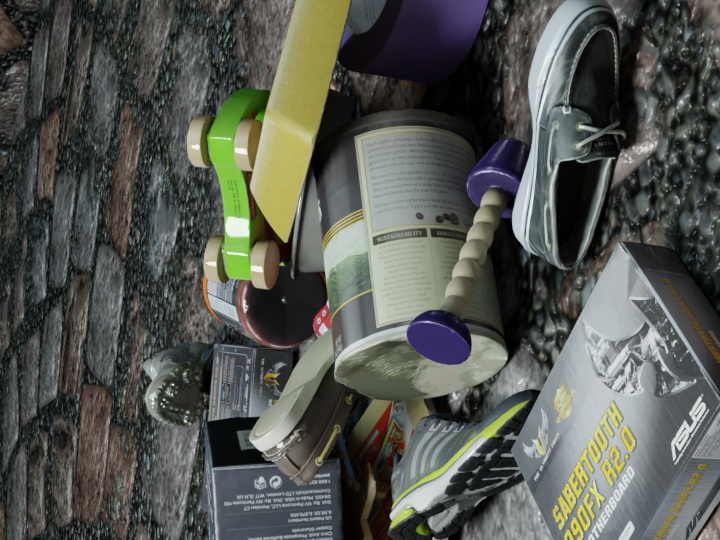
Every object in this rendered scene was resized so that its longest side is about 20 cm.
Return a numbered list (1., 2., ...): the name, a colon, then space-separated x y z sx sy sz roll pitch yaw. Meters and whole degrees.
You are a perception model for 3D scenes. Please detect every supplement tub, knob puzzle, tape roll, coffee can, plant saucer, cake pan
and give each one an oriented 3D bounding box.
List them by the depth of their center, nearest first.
1. coffee can: 0.039 -0.011 1.179 0.146 0.144 0.203 133 137 -54
2. plant saucer: -0.052 -0.156 1.221 0.200 0.048 0.203 111 173 -65
3. knob puzzle: 0.041 0.208 1.266 0.219 0.030 0.223 -26 61 58
4. tape roll: 0.043 -0.280 1.305 0.199 0.084 0.203 -174 90 -66
5. cake pan: -0.035 -0.089 1.414 0.200 0.036 0.204 10 -90 -89
6. supplement tub: -0.115 0.021 1.576 0.200 0.105 0.109 -162 79 -67

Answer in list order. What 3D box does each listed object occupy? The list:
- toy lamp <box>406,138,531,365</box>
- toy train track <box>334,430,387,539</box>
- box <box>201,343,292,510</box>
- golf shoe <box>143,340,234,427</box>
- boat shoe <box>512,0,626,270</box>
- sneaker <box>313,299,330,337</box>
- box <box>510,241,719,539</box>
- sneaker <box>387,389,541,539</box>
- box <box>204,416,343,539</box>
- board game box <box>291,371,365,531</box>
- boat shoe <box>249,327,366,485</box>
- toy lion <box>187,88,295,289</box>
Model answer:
1. toy lamp: 0.091 -0.021 1.088 0.058 0.058 0.201 -44 16 56
2. toy train track: -0.001 0.199 1.288 0.201 0.032 0.116 -111 31 -52
3. box: -0.134 0.189 1.632 0.158 0.048 0.203 176 99 -68
4. golf shoe: -0.229 0.136 1.710 0.200 0.096 0.080 -29 -56 -70
5. boat shoe: 0.164 -0.097 1.026 0.071 0.071 0.203 43 135 52
6. sneaker: 0.000 0.000 1.359 0.112 0.070 0.203 -35 56 56
7. box: 0.183 0.108 0.946 0.159 0.048 0.202 -113 37 -47
8. sneaker: 0.079 0.143 1.124 0.200 0.073 0.082 -44 46 40
9. box: -0.080 0.251 1.284 0.197 0.115 0.203 -145 52 -81
10. board game box: -0.033 0.192 1.443 0.135 0.028 0.203 -28 60 60
11. boat shoe: -0.026 0.104 1.209 0.072 0.060 0.200 -32 14 37
12. toy lion: -0.097 -0.088 1.380 0.192 0.068 0.203 -62 -28 -54
